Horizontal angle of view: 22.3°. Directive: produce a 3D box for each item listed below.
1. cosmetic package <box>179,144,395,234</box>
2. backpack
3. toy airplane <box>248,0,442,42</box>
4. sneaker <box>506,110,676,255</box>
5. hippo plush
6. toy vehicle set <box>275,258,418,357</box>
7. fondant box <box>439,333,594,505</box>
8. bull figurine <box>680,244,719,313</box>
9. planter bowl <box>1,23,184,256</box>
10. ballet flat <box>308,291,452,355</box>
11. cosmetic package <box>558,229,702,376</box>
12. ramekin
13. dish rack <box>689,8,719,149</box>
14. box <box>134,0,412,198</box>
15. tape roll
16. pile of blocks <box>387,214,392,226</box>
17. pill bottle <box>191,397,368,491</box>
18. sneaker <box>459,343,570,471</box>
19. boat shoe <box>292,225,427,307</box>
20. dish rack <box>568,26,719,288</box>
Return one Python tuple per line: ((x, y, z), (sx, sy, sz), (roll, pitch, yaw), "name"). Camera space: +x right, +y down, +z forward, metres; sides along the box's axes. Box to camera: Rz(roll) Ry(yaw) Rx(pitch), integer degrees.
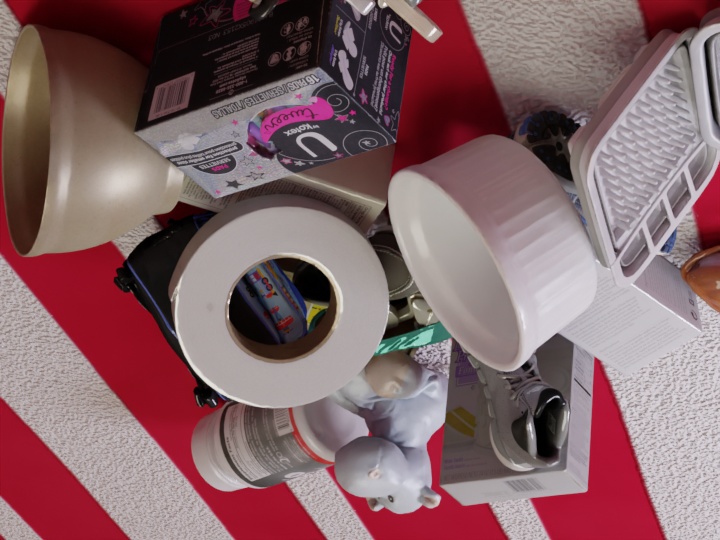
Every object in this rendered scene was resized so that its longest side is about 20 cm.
((-0.080, -0.094, 1.690), (0.199, 0.073, 0.104), (17, 147, -14), "cosmetic package")
((-0.139, 0.026, 1.803), (0.134, 0.200, 0.183), (-34, 95, 2), "backpack")
((-0.032, -0.260, 1.351), (0.199, 0.141, 0.200), (33, 171, 22), "toy airplane")
((0.205, -0.075, 1.665), (0.200, 0.077, 0.085), (34, 150, -23), "sneaker")
((0.025, 0.179, 1.989), (0.159, 0.162, 0.200), (0, 164, 44), "hippo plush")
((-0.025, 0.036, 1.928), (0.199, 0.027, 0.124), (14, 148, -8), "toy vehicle set")
((0.162, 0.132, 1.868), (0.144, 0.201, 0.058), (-11, 146, 29), "fondant box")
((0.402, 0.030, 1.778), (0.200, 0.065, 0.121), (30, 139, -33), "bull figurine")
((-0.230, -0.112, 1.608), (0.134, 0.201, 0.200), (0, 153, -23), "planter bowl")
((0.038, 0.045, 1.838), (0.199, 0.068, 0.070), (-19, 147, 2), "ballet flat")
((0.229, 0.015, 1.771), (0.200, 0.072, 0.101), (32, 130, -34), "cosmetic package")
((0.119, -0.021, 1.608), (0.097, 0.201, 0.201), (-30, 154, -19), "ramekin")
((0.371, -0.166, 1.482), (0.199, 0.044, 0.172), (-4, 147, 13), "dish rack")
((-0.070, -0.159, 1.527), (0.199, 0.133, 0.115), (-16, 141, 35), "box")
((-0.074, 0.029, 1.671), (0.202, 0.037, 0.204), (-4, 113, -9), "tape roll")
((0.109, -0.010, 1.788), (0.200, 0.062, 0.082), (28, 144, -29), "pile of blocks")
((-0.095, 0.186, 2.104), (0.114, 0.114, 0.200), (32, 142, -33), "pill bottle")
((0.155, 0.094, 1.730), (0.075, 0.201, 0.115), (-19, -176, -17), "sneaker")
((0.001, 0.003, 1.771), (0.201, 0.060, 0.072), (-7, 111, 60), "boat shoe")
((0.236, -0.099, 1.542), (0.043, 0.172, 0.200), (29, 160, 31), "dish rack")
